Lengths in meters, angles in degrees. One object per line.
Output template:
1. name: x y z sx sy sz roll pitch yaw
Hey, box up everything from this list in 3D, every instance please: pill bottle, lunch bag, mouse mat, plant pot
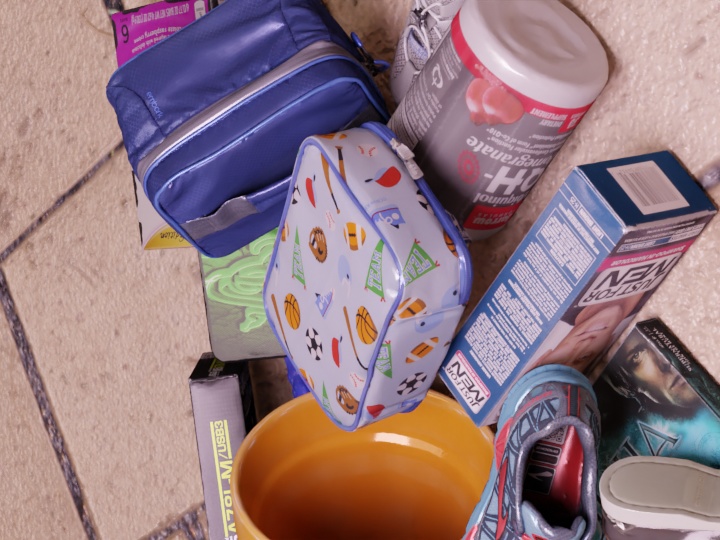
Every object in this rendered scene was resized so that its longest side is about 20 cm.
1. pill bottle: 0.077 -0.092 1.270 0.111 0.110 0.200 54 132 24
2. lunch bag: 0.000 0.000 1.252 0.161 0.075 0.201 57 146 30
3. lunch bag: -0.069 -0.108 1.337 0.199 0.136 0.133 -31 62 7
4. mouse mat: -0.036 -0.016 1.407 0.198 0.008 0.162 -6 94 22
5. plant pot: 0.009 0.216 1.360 0.200 0.199 0.184 33 139 38

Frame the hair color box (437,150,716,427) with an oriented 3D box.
1. hair color box: 0.142 0.014 1.230 0.061 0.100 0.200 54 133 25

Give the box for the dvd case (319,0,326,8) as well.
1. dvd case: -0.038 -0.093 1.459 0.146 0.022 0.201 -37 72 44

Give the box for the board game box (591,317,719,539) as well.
1. board game box: 0.189 0.150 1.261 0.135 0.028 0.201 50 130 27

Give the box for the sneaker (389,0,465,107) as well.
1. sneaker: 0.057 -0.194 1.289 0.075 0.082 0.201 48 131 30

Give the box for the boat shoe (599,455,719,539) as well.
1. boat shoe: 0.250 0.167 1.152 0.200 0.072 0.061 9 128 21

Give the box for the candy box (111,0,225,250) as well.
1. candy box: -0.130 -0.121 1.492 0.136 0.061 0.202 -4 95 47

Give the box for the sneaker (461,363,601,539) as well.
1. sneaker: 0.111 0.167 1.194 0.096 0.079 0.202 -101 17 -75

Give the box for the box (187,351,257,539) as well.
1. box: -0.102 0.169 1.481 0.200 0.047 0.195 -111 15 -85

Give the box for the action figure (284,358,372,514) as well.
1. action figure: -0.048 0.113 1.462 0.065 0.099 0.201 -45 68 43
